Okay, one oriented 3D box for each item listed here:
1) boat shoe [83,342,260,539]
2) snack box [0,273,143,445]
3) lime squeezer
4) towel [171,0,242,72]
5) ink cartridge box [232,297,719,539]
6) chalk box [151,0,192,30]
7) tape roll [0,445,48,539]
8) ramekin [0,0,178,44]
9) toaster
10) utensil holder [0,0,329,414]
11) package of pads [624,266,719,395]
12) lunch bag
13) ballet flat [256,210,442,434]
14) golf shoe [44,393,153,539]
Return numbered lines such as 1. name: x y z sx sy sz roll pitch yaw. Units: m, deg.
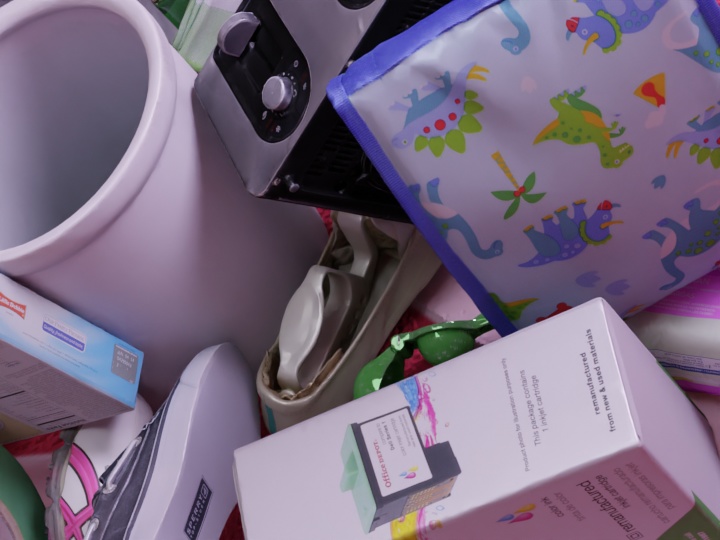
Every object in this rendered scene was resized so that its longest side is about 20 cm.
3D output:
1. boat shoe: -0.104 0.115 1.196 0.067 0.072 0.201 -10 40 24
2. snack box: -0.226 0.057 1.249 0.199 0.116 0.037 -16 56 37
3. lime squeezer: 0.040 0.057 1.226 0.200 0.038 0.071 -45 49 -1
4. towel: -0.005 -0.172 1.281 0.031 0.148 0.201 -79 14 -62
5. ink cartridge box: 0.060 0.111 1.107 0.199 0.145 0.084 -23 54 18
6. chalk box: -0.016 -0.209 1.370 0.199 0.124 0.125 -24 51 16
7. tape roll: -0.232 0.180 1.211 0.048 0.200 0.202 -3 60 31
8. ramekin: -0.206 -0.105 1.380 0.105 0.200 0.201 24 76 49
9. toaster: 0.038 -0.122 1.190 0.181 0.199 0.119 -56 48 26
10. utensil holder: -0.127 -0.031 1.277 0.169 0.200 0.171 -16 54 24
11. package of pads: 0.201 -0.034 1.162 0.154 0.068 0.201 8 66 34
12. lunch bag: 0.096 -0.073 1.071 0.169 0.200 0.128 -32 53 10
13. ballet flat: 0.000 0.000 1.268 0.069 0.069 0.201 14 70 37
14. golf shoe: -0.122 0.159 1.247 0.091 0.073 0.202 -5 68 22
